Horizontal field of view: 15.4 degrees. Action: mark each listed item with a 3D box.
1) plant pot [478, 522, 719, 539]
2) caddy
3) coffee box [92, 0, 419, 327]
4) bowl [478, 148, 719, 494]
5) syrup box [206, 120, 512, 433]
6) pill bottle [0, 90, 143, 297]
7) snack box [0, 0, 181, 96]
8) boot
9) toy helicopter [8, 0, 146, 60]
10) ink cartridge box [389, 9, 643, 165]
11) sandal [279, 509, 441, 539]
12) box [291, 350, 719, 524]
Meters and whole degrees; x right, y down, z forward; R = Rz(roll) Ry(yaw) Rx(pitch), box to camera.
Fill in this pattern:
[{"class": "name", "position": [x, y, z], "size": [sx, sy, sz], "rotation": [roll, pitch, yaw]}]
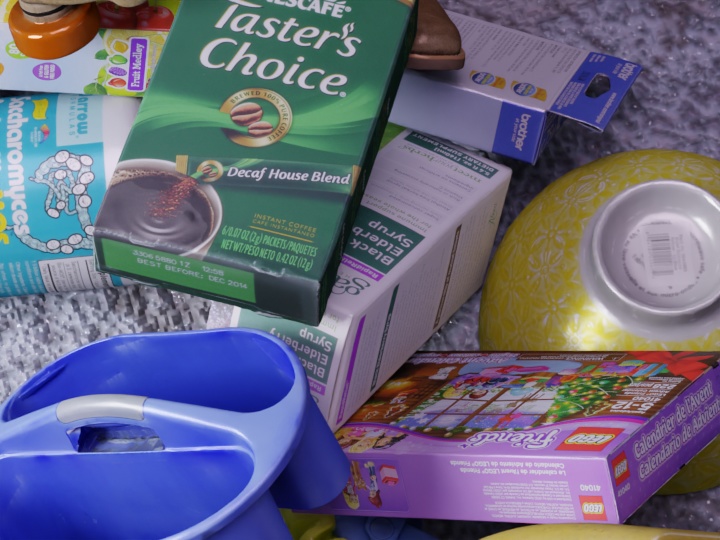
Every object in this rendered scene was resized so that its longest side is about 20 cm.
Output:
[{"class": "plant pot", "position": [0.141, 0.212, 1.260], "size": [0.193, 0.200, 0.197], "rotation": [7, 61, -27]}, {"class": "caddy", "position": [-0.103, 0.097, 1.303], "size": [0.199, 0.105, 0.142], "rotation": [-4, 45, 32]}, {"class": "coffee box", "position": [-0.050, -0.075, 1.346], "size": [0.122, 0.044, 0.201], "rotation": [14, 56, 8]}, {"class": "bowl", "position": [0.163, 0.009, 1.443], "size": [0.198, 0.108, 0.202], "rotation": [-1, 64, 2]}, {"class": "syrup box", "position": [0.000, 0.000, 1.414], "size": [0.078, 0.082, 0.200], "rotation": [24, 32, 17]}, {"class": "pill bottle", "position": [-0.173, -0.043, 1.481], "size": [0.198, 0.111, 0.112], "rotation": [-6, 65, 0]}, {"class": "snack box", "position": [-0.181, -0.183, 1.466], "size": [0.198, 0.068, 0.170], "rotation": [4, 57, -7]}, {"class": "boot", "position": [0.004, -0.171, 1.481], "size": [0.073, 0.076, 0.200], "rotation": [3, 27, -28]}, {"class": "toy helicopter", "position": [-0.094, -0.184, 1.370], "size": [0.198, 0.079, 0.133], "rotation": [-3, 42, 15]}, {"class": "ink cartridge box", "position": [0.052, -0.111, 1.506], "size": [0.199, 0.042, 0.119], "rotation": [15, 24, 11]}, {"class": "sandal", "position": [0.031, 0.175, 1.390], "size": [0.087, 0.080, 0.201], "rotation": [-27, 68, -14]}, {"class": "box", "position": [0.076, 0.082, 1.355], "size": [0.199, 0.039, 0.137], "rotation": [-2, 20, 36]}]
